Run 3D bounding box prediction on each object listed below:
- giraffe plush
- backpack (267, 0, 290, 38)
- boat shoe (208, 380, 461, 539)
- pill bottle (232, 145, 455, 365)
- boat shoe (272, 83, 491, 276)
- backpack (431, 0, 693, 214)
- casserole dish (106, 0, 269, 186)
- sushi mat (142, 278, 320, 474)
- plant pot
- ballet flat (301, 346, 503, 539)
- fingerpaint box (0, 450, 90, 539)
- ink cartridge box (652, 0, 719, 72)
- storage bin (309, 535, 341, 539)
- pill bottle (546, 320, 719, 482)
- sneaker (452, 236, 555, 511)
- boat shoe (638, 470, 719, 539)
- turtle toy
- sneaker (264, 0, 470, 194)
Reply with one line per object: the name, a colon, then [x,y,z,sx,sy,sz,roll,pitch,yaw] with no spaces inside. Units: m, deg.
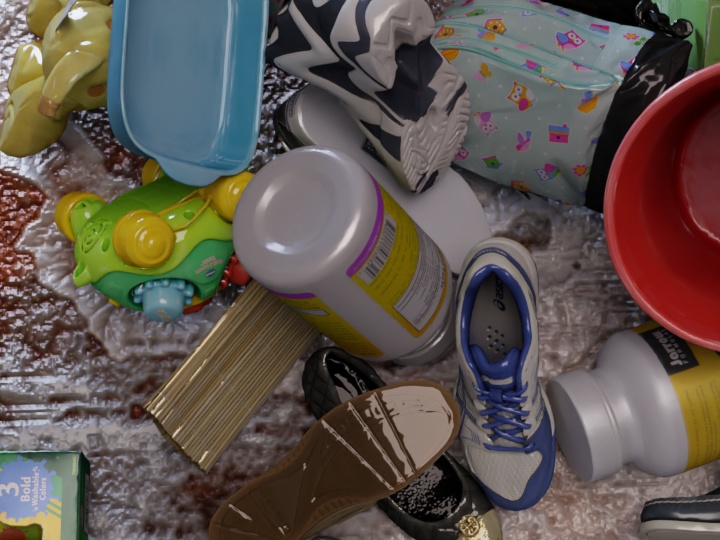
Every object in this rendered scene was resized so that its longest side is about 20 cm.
giraffe plush: [-0.162,-0.152,1.034,0.162,0.200,0.173,17,80,-25]
backpack: [-0.012,-0.269,1.050,0.200,0.178,0.151,-37,83,-26]
boat shoe: [-0.017,0.141,0.981,0.200,0.065,0.071,-32,81,7]
pill bottle: [0.000,0.000,0.973,0.104,0.200,0.104,-12,62,22]
boat shoe: [0.015,-0.064,1.067,0.200,0.068,0.072,37,66,-17]
backpack: [0.132,-0.136,1.045,0.200,0.167,0.127,24,41,16]
casserole dish: [-0.121,-0.154,0.945,0.121,0.039,0.200,12,77,-45]
sushi mat: [-0.074,0.052,1.018,0.012,0.096,0.200,28,71,36]
plant pot: [0.279,-0.057,0.961,0.200,0.177,0.201,4,104,17]
ballet flat: [0.027,0.138,1.015,0.066,0.057,0.200,-43,82,-13]
fingerpaint box: [-0.276,0.228,0.957,0.167,0.073,0.200,0,75,-5]
ink cartridge box: [0.285,-0.203,1.088,0.104,0.200,0.059,-4,110,-6]
storage bin: [-0.028,0.285,0.931,0.145,0.134,0.200,-24,77,-11]
pill bottle: [0.245,0.086,1.019,0.200,0.112,0.112,-18,77,-10]
sneaker: [0.094,0.079,0.975,0.075,0.088,0.200,-7,97,12]
boat shoe: [0.300,0.168,1.020,0.200,0.075,0.062,-2,76,-7]
turtle toy: [-0.120,-0.027,1.017,0.200,0.146,0.101,-27,114,-26]
sneaker: [-0.002,-0.143,0.981,0.130,0.199,0.080,34,80,30]
